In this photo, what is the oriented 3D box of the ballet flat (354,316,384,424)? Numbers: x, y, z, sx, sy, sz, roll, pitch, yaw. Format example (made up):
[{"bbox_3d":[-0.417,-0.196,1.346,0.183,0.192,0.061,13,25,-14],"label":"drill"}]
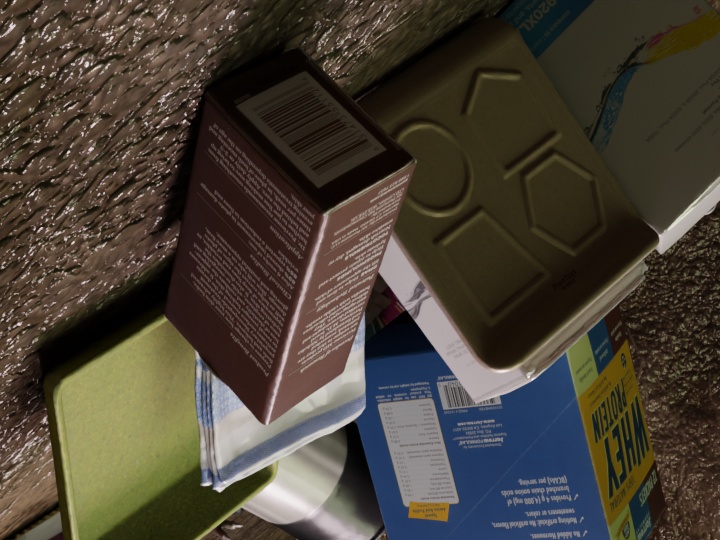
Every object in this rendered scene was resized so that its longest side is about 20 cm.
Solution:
[{"bbox_3d":[0.014,0.104,1.462,0.067,0.201,0.064,-37,136,17],"label":"ballet flat"}]

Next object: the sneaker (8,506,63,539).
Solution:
[{"bbox_3d":[-0.258,0.261,1.308,0.200,0.090,0.075,-36,168,-38],"label":"sneaker"}]

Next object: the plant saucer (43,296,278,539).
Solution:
[{"bbox_3d":[-0.138,0.102,1.069,0.199,0.048,0.201,-35,136,-42],"label":"plant saucer"}]

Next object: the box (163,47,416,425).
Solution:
[{"bbox_3d":[-0.044,-0.014,0.896,0.075,0.100,0.201,-31,156,-34],"label":"box"}]

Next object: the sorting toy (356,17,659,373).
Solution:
[{"bbox_3d":[0.087,-0.053,1.070,0.185,0.200,0.036,-36,179,-34],"label":"sorting toy"}]

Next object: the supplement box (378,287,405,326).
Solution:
[{"bbox_3d":[0.098,-0.003,1.460,0.131,0.103,0.200,-37,169,-31],"label":"supplement box"}]

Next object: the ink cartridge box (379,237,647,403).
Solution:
[{"bbox_3d":[0.088,-0.030,1.133,0.145,0.200,0.085,-37,179,-31],"label":"ink cartridge box"}]

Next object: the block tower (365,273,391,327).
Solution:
[{"bbox_3d":[0.000,0.000,1.309,0.200,0.054,0.058,-47,138,10],"label":"block tower"}]

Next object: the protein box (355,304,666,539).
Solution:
[{"bbox_3d":[0.119,0.135,1.298,0.197,0.201,0.135,-9,-167,28],"label":"protein box"}]

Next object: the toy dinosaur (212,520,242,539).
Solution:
[{"bbox_3d":[-0.148,0.182,1.451,0.199,0.105,0.182,-30,148,-15],"label":"toy dinosaur"}]

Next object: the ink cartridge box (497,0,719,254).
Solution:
[{"bbox_3d":[0.208,-0.136,1.195,0.145,0.200,0.147,-44,170,5],"label":"ink cartridge box"}]

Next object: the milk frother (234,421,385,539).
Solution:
[{"bbox_3d":[-0.080,0.199,1.299,0.180,0.201,0.188,-31,137,23],"label":"milk frother"}]

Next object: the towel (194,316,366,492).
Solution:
[{"bbox_3d":[-0.050,0.041,1.070,0.146,0.024,0.201,-24,128,-35],"label":"towel"}]

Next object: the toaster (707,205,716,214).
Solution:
[{"bbox_3d":[0.283,-0.151,1.518,0.181,0.200,0.119,-52,172,3],"label":"toaster"}]
